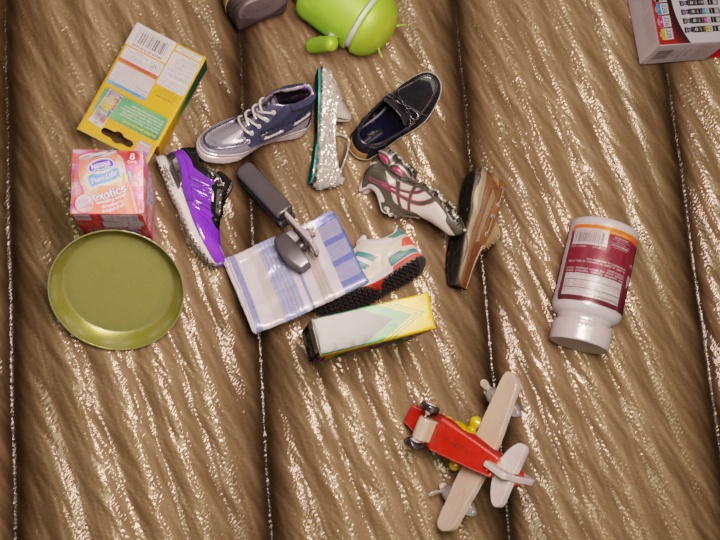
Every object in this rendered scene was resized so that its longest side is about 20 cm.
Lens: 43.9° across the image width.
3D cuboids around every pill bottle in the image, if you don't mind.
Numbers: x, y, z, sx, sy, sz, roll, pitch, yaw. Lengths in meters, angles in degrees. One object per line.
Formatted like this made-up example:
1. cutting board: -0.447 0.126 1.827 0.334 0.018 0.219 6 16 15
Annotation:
1. pill bottle: 0.373 0.025 1.441 0.113 0.114 0.202 17 79 -5

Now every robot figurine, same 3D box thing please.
1. robot figurine: -0.025 -0.433 1.462 0.199 0.116 0.176 35 73 -1

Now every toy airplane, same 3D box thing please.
1. toy airplane: 0.179 0.274 1.360 0.199 0.141 0.201 -25 69 22

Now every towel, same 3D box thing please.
1. towel: -0.103 0.000 1.392 0.199 0.024 0.148 -24 63 -3

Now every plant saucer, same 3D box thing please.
1. plant saucer: -0.363 0.026 1.341 0.198 0.031 0.202 -3 116 -6

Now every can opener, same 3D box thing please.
1. can opener: -0.132 -0.086 1.392 0.066 0.053 0.200 -34 67 -12

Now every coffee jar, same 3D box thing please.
1. coffee jar: -0.200 -0.500 1.465 0.104 0.085 0.201 -24 84 -14

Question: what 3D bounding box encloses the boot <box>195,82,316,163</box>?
1. boot: -0.164 -0.238 1.403 0.199 0.091 0.073 -25 70 -24

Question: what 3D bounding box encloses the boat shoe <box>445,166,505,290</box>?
1. boat shoe: 0.193 -0.065 1.453 0.073 0.076 0.202 16 84 -14

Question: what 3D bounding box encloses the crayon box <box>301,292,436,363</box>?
1. crayon box: 0.007 0.088 1.336 0.171 0.200 0.059 -13 83 -10

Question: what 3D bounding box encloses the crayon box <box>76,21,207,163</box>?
1. crayon box: -0.345 -0.276 1.425 0.125 0.052 0.201 26 77 -3

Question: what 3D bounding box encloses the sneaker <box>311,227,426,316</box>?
1. sneaker: 0.000 0.000 1.428 0.199 0.070 0.094 -27 58 -3

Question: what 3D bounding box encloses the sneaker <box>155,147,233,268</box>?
1. sneaker: -0.239 -0.107 1.402 0.099 0.070 0.201 -24 85 -13

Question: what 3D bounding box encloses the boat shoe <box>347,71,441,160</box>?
1. boat shoe: 0.062 -0.259 1.473 0.200 0.062 0.075 -41 86 -13

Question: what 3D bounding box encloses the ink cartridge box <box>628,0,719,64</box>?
1. ink cartridge box: 0.568 -0.476 1.567 0.174 0.084 0.202 -7 81 -9

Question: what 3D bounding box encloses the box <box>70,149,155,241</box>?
1. box: -0.359 -0.105 1.318 0.102 0.200 0.096 0 80 -7

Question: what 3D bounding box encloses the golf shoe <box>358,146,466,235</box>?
1. golf shoe: 0.085 -0.109 1.435 0.200 0.077 0.088 44 99 25

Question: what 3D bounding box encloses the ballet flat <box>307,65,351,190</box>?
1. ballet flat: -0.048 -0.228 1.453 0.071 0.072 0.202 4 88 -7
